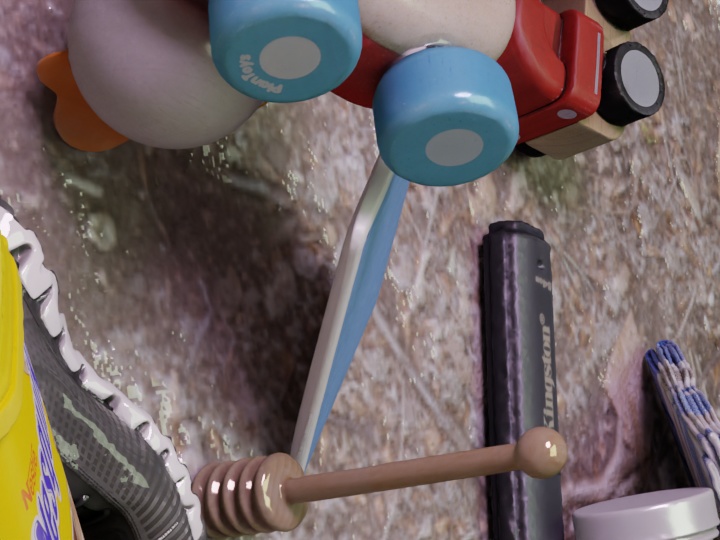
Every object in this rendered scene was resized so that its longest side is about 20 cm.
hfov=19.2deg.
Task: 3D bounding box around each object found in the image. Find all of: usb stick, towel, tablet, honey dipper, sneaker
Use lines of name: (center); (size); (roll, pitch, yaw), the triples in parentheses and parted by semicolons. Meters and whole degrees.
usb stick: (0.095, 0.072, 1.232); (0.055, 0.032, 0.201); (16, 68, -50)
towel: (0.221, 0.133, 1.308); (0.200, 0.024, 0.148); (-100, 170, -75)
tablet: (0.000, 0.000, 1.029); (0.201, 0.014, 0.131); (104, 7, -51)
honey dipper: (0.007, 0.095, 0.964); (0.038, 0.199, 0.038); (18, 67, -49)
sneaker: (-0.139, 0.070, 0.891); (0.201, 0.066, 0.091); (60, 43, -18)

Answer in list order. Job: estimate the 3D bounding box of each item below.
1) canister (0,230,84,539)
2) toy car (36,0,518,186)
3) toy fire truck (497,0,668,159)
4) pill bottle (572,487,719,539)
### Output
canister: (-0.146, 0.097, 0.777); (0.149, 0.086, 0.201); (-108, -175, -61)
toy car: (-0.052, -0.107, 0.946); (0.176, 0.200, 0.185); (25, 43, -37)
toy fire truck: (0.092, -0.182, 1.238); (0.199, 0.128, 0.177); (23, 63, -36)
pill bottle: (0.178, 0.230, 1.207); (0.108, 0.108, 0.201); (-7, 86, -54)
